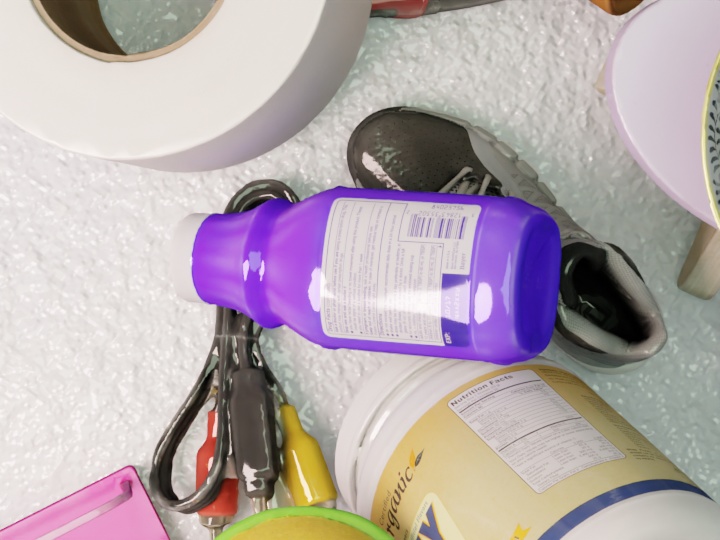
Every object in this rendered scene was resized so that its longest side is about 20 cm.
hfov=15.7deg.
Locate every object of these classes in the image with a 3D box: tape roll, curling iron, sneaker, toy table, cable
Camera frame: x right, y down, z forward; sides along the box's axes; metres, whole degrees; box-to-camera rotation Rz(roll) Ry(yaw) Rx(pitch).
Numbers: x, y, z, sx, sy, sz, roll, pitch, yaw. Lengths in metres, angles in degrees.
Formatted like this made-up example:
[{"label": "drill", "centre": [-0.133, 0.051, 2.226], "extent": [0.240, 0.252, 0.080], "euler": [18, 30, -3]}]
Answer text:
[{"label": "tape roll", "centre": [-0.101, -0.152, 1.305], "extent": [0.202, 0.139, 0.203], "euler": [0, 89, 8]}, {"label": "curling iron", "centre": [0.027, -0.156, 1.388], "extent": [0.199, 0.026, 0.050], "euler": [-1, 93, -5]}, {"label": "sneaker", "centre": [0.084, -0.021, 1.347], "extent": [0.200, 0.115, 0.075], "euler": [36, 87, -4]}, {"label": "toy table", "centre": [0.216, -0.074, 1.357], "extent": [0.200, 0.117, 0.184], "euler": [34, 87, -4]}, {"label": "cable", "centre": [-0.064, 0.055, 1.385], "extent": [0.097, 0.050, 0.201], "euler": [-6, 78, 13]}]

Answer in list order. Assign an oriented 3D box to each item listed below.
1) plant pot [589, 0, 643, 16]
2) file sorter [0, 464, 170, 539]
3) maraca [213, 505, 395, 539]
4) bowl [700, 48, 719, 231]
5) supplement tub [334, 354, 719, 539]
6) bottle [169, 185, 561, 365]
[{"label": "plant pot", "centre": [0.122, -0.249, 1.325], "extent": [0.140, 0.200, 0.200], "euler": [32, 87, 13]}, {"label": "file sorter", "centre": [-0.134, 0.223, 1.325], "extent": [0.139, 0.125, 0.200], "euler": [-27, 92, -4]}, {"label": "maraca", "centre": [-0.026, 0.212, 1.238], "extent": [0.137, 0.107, 0.201], "euler": [-2, 86, 7]}, {"label": "bowl", "centre": [0.251, -0.060, 1.256], "extent": [0.200, 0.094, 0.202], "euler": [0, 90, -5]}, {"label": "supplement tub", "centre": [0.086, 0.129, 1.290], "extent": [0.144, 0.200, 0.145], "euler": [-16, 124, -24]}, {"label": "bottle", "centre": [0.000, 0.000, 1.308], "extent": [0.199, 0.065, 0.084], "euler": [3, 87, 27]}]
